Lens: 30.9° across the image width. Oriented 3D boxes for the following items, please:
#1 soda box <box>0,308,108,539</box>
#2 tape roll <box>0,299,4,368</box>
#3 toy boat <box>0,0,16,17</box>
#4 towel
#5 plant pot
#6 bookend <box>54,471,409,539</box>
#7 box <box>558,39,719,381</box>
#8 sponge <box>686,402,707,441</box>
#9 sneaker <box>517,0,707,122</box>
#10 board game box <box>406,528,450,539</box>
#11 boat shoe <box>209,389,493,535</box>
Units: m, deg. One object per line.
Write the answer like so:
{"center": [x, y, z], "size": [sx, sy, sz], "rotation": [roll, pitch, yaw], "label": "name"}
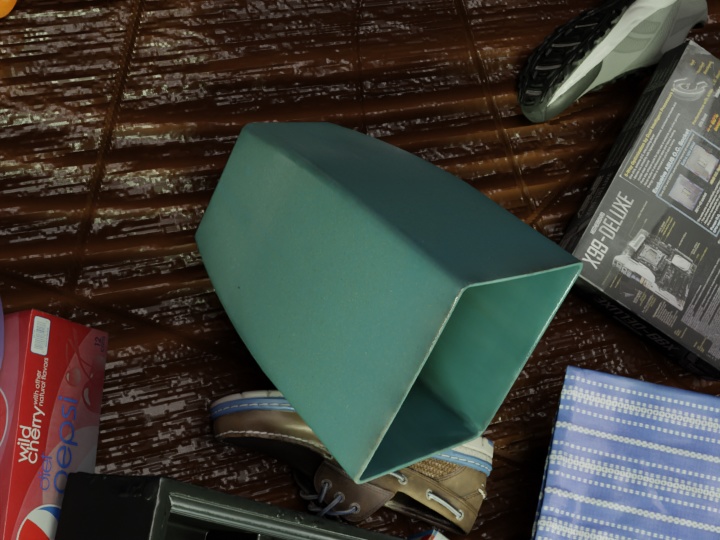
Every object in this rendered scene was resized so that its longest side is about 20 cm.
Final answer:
{"center": [-0.200, 0.129, 0.754], "size": [0.063, 0.069, 0.203], "rotation": [25, 62, -49], "label": "soda box"}
{"center": [-0.303, 0.034, 0.708], "size": [0.197, 0.085, 0.203], "rotation": [-1, 73, 2], "label": "tape roll"}
{"center": [-0.233, -0.228, 0.844], "size": [0.197, 0.131, 0.133], "rotation": [12, 101, -17], "label": "toy boat"}
{"center": [0.179, 0.169, 0.821], "size": [0.143, 0.024, 0.203], "rotation": [11, 75, 11], "label": "towel"}
{"center": [0.000, 0.000, 0.808], "size": [0.200, 0.142, 0.141], "rotation": [41, 28, 26], "label": "plant pot"}
{"center": [-0.082, 0.233, 0.733], "size": [0.198, 0.091, 0.203], "rotation": [24, 69, -41], "label": "bookend"}
{"center": [0.253, -0.043, 0.974], "size": [0.157, 0.050, 0.202], "rotation": [31, 81, -9], "label": "box"}
{"center": [0.288, 0.128, 0.929], "size": [0.197, 0.112, 0.030], "rotation": [9, 69, -18], "label": "sponge"}
{"center": [0.203, -0.173, 1.008], "size": [0.200, 0.074, 0.080], "rotation": [-40, 115, -20], "label": "sneaker"}
{"center": [0.065, 0.306, 0.822], "size": [0.199, 0.056, 0.197], "rotation": [39, 65, -7], "label": "board game box"}
{"center": [-0.004, 0.127, 0.839], "size": [0.197, 0.072, 0.073], "rotation": [13, 70, -17], "label": "boat shoe"}
